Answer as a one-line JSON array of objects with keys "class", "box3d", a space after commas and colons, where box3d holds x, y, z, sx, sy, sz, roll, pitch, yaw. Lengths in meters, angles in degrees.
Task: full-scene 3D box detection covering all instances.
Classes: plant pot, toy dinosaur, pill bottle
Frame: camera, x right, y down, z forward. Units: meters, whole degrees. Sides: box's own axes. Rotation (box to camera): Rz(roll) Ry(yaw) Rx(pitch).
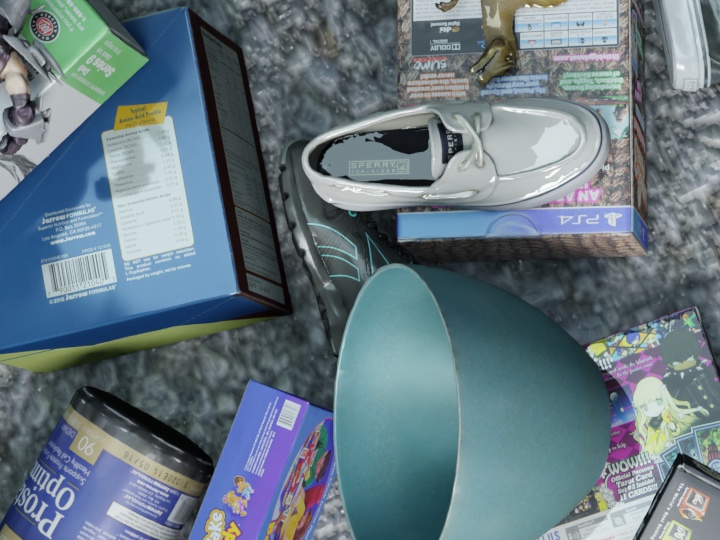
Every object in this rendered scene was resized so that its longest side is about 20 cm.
[{"class": "plant pot", "box3d": [0.080, 0.097, 1.536, 0.134, 0.200, 0.202, 1, 80, -23]}, {"class": "toy dinosaur", "box3d": [0.106, -0.222, 1.573, 0.101, 0.058, 0.201, 29, 96, 1]}, {"class": "pill bottle", "box3d": [-0.193, 0.191, 1.648, 0.111, 0.112, 0.201, 30, 89, 15]}]

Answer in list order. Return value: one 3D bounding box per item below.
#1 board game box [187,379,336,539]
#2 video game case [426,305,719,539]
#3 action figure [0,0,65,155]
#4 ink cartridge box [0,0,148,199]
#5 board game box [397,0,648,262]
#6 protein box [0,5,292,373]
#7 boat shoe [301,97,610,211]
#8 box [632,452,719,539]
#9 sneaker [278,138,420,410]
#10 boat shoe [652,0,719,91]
[{"class": "board game box", "box3d": [-0.072, 0.180, 1.609, 0.045, 0.134, 0.201, 20, 87, 16]}, {"class": "video game case", "box3d": [0.162, 0.141, 1.609, 0.199, 0.036, 0.182, -20, 78, 10]}, {"class": "action figure", "box3d": [-0.266, -0.103, 1.506, 0.130, 0.069, 0.200, 38, 89, 20]}, {"class": "ink cartridge box", "box3d": [-0.264, -0.131, 1.584, 0.200, 0.084, 0.146, -43, 75, 5]}, {"class": "board game box", "box3d": [0.111, -0.112, 1.625, 0.158, 0.097, 0.202, -1, 82, 13]}, {"class": "protein box", "box3d": [-0.173, -0.052, 1.665, 0.197, 0.135, 0.202, -13, 79, 12]}, {"class": "boat shoe", "box3d": [0.059, -0.078, 1.548, 0.198, 0.066, 0.073, -1, 82, 14]}, {"class": "box", "box3d": [0.228, 0.243, 1.547, 0.160, 0.049, 0.201, 29, 98, 2]}, {"class": "sneaker", "box3d": [0.000, 0.000, 1.658, 0.079, 0.075, 0.201, -20, 86, -1]}, {"class": "boat shoe", "box3d": [0.230, -0.222, 1.635, 0.070, 0.072, 0.202, -8, 85, -3]}]
